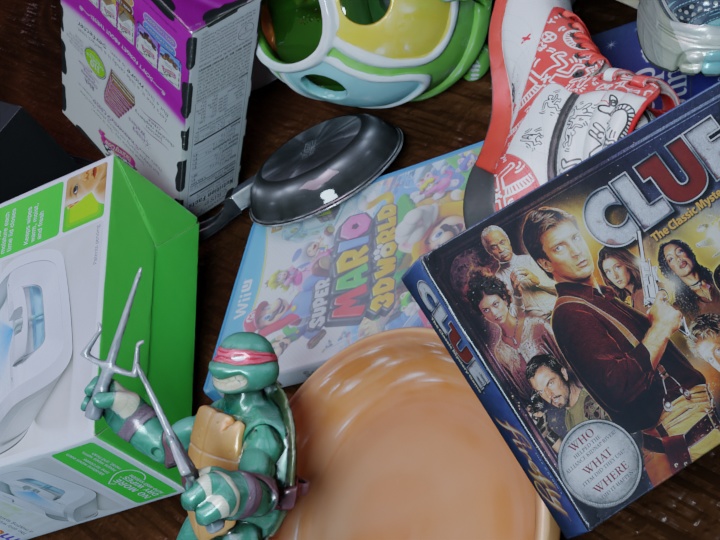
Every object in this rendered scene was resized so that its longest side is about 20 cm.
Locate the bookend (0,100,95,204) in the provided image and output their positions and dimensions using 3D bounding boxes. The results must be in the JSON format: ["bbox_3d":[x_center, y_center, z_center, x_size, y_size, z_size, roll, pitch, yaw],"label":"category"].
[{"bbox_3d":[-0.324,-0.067,1.128,0.092,0.200,0.199,18,67,48],"label":"bookend"}]

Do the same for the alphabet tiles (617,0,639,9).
[{"bbox_3d":[0.098,-0.214,0.946,0.008,0.167,0.200,-62,30,20],"label":"alphabet tiles"}]

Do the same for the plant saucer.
[{"bbox_3d":[0.019,0.128,0.731,0.200,0.037,0.201,-20,61,40],"label":"plant saucer"}]

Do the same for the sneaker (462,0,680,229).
[{"bbox_3d":[0.125,-0.097,0.830,0.108,0.067,0.202,-12,50,33],"label":"sneaker"}]

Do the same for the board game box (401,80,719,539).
[{"bbox_3d":[0.138,0.007,0.674,0.200,0.136,0.035,-31,-8,-17],"label":"board game box"}]

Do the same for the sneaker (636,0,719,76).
[{"bbox_3d":[0.181,-0.193,0.844,0.077,0.086,0.200,-3,40,-9],"label":"sneaker"}]

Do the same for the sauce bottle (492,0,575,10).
[{"bbox_3d":[0.075,-0.213,1.040,0.065,0.065,0.200,-43,39,-3],"label":"sauce bottle"}]

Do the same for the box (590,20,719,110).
[{"bbox_3d":[0.170,-0.097,0.870,0.200,0.032,0.121,-17,44,30],"label":"box"}]

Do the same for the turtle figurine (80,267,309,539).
[{"bbox_3d":[-0.074,0.103,0.735,0.150,0.100,0.201,-168,81,-65],"label":"turtle figurine"}]

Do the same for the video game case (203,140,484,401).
[{"bbox_3d":[0.000,0.000,0.922,0.200,0.018,0.143,-17,44,33],"label":"video game case"}]

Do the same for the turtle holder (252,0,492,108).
[{"bbox_3d":[0.013,-0.164,0.963,0.132,0.141,0.185,-18,34,-42],"label":"turtle holder"}]

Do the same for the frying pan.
[{"bbox_3d":[-0.055,-0.063,1.020,0.190,0.031,0.115,-10,31,36],"label":"frying pan"}]

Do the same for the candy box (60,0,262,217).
[{"bbox_3d":[-0.136,-0.140,1.004,0.061,0.200,0.136,-33,67,-29],"label":"candy box"}]

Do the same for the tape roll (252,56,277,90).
[{"bbox_3d":[-0.107,-0.251,1.139,0.202,0.139,0.203,-26,49,33],"label":"tape roll"}]

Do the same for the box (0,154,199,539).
[{"bbox_3d":[-0.199,0.056,0.963,0.176,0.097,0.200,-18,54,25],"label":"box"}]
